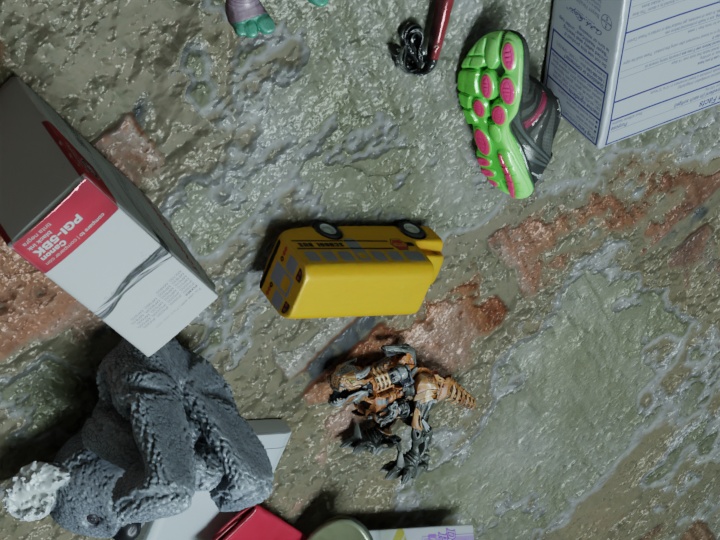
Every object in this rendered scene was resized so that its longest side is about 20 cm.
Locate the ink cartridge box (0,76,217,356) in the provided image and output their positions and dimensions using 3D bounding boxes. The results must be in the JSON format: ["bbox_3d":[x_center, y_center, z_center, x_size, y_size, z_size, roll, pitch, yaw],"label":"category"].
[{"bbox_3d":[-0.221,-0.039,1.353,0.083,0.147,0.200,-42,140,2],"label":"ink cartridge box"}]

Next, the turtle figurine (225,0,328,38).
[{"bbox_3d":[-0.063,-0.275,1.311,0.148,0.101,0.201,-14,151,-10],"label":"turtle figurine"}]

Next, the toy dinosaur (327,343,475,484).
[{"bbox_3d":[0.048,0.144,1.797,0.198,0.102,0.137,11,103,-21],"label":"toy dinosaur"}]

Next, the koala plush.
[{"bbox_3d":[-0.219,0.176,1.570,0.200,0.185,0.177,-37,158,28],"label":"koala plush"}]

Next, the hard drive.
[{"bbox_3d":[-0.162,0.243,1.755,0.131,0.027,0.201,1,125,-41],"label":"hard drive"}]

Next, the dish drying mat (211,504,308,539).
[{"bbox_3d":[-0.107,0.298,1.826,0.077,0.018,0.200,-43,153,-1],"label":"dish drying mat"}]

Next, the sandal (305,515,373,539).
[{"bbox_3d":[-0.058,0.355,1.852,0.201,0.080,0.057,-48,-175,10],"label":"sandal"}]

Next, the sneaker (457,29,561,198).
[{"bbox_3d":[0.147,-0.160,1.626,0.084,0.076,0.201,-45,148,-24],"label":"sneaker"}]

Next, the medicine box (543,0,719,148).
[{"bbox_3d":[0.282,-0.244,1.624,0.181,0.103,0.201,-20,137,-25],"label":"medicine box"}]

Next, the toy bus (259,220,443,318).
[{"bbox_3d":[0.000,0.000,1.629,0.199,0.078,0.066,-1,126,-39],"label":"toy bus"}]

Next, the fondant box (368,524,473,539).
[{"bbox_3d":[0.050,0.371,1.959,0.199,0.146,0.058,5,167,-43],"label":"fondant box"}]

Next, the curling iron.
[{"bbox_3d":[0.073,-0.258,1.496,0.049,0.026,0.201,-7,129,-40],"label":"curling iron"}]
